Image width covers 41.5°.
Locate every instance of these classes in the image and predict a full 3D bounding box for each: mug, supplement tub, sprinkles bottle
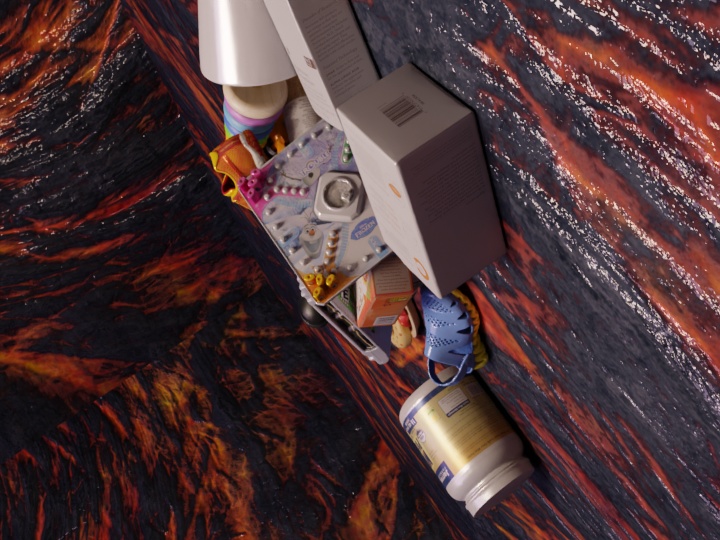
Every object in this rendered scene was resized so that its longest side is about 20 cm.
[{"bbox_3d":[-0.146,-0.336,1.180,0.186,0.147,0.156,40,145,47],"label":"mug"},{"bbox_3d":[0.168,0.268,1.500,0.201,0.143,0.145,53,170,23],"label":"supplement tub"},{"bbox_3d":[-0.068,-0.194,1.264,0.068,0.067,0.204,92,165,-74],"label":"sprinkles bottle"}]

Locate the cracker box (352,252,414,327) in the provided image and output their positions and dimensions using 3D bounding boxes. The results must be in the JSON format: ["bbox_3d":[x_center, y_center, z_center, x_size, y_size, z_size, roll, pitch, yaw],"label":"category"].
[{"bbox_3d":[0.019,-0.043,1.242,0.134,0.056,0.204,114,149,-69],"label":"cracker box"}]

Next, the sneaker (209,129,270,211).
[{"bbox_3d":[-0.145,-0.116,1.285,0.074,0.076,0.201,67,-175,35],"label":"sneaker"}]

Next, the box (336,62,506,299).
[{"bbox_3d":[0.068,-0.092,1.006,0.125,0.097,0.202,48,166,43],"label":"box"}]

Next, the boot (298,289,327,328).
[{"bbox_3d":[-0.060,-0.016,1.656,0.072,0.202,0.163,16,160,5],"label":"boot"}]

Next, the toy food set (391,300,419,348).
[{"bbox_3d":[0.040,0.040,1.712,0.200,0.048,0.200,56,171,14],"label":"toy food set"}]

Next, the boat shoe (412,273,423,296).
[{"bbox_3d":[0.067,0.000,1.368,0.087,0.074,0.202,61,171,-21],"label":"boat shoe"}]

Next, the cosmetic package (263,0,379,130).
[{"bbox_3d":[-0.048,-0.274,1.100,0.102,0.073,0.202,42,163,56],"label":"cosmetic package"}]

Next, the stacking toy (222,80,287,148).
[{"bbox_3d":[-0.153,-0.191,1.294,0.086,0.084,0.201,54,154,16],"label":"stacking toy"}]

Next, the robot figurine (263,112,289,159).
[{"bbox_3d":[-0.086,-0.129,1.369,0.202,0.058,0.145,59,147,3],"label":"robot figurine"}]

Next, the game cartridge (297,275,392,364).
[{"bbox_3d":[-0.014,0.024,1.314,0.200,0.040,0.135,46,-145,-40],"label":"game cartridge"}]

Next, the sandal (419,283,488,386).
[{"bbox_3d":[0.121,0.093,1.328,0.079,0.087,0.202,28,153,42],"label":"sandal"}]

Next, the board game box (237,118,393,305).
[{"bbox_3d":[-0.027,-0.094,1.167,0.201,0.199,0.026,53,180,21],"label":"board game box"}]
